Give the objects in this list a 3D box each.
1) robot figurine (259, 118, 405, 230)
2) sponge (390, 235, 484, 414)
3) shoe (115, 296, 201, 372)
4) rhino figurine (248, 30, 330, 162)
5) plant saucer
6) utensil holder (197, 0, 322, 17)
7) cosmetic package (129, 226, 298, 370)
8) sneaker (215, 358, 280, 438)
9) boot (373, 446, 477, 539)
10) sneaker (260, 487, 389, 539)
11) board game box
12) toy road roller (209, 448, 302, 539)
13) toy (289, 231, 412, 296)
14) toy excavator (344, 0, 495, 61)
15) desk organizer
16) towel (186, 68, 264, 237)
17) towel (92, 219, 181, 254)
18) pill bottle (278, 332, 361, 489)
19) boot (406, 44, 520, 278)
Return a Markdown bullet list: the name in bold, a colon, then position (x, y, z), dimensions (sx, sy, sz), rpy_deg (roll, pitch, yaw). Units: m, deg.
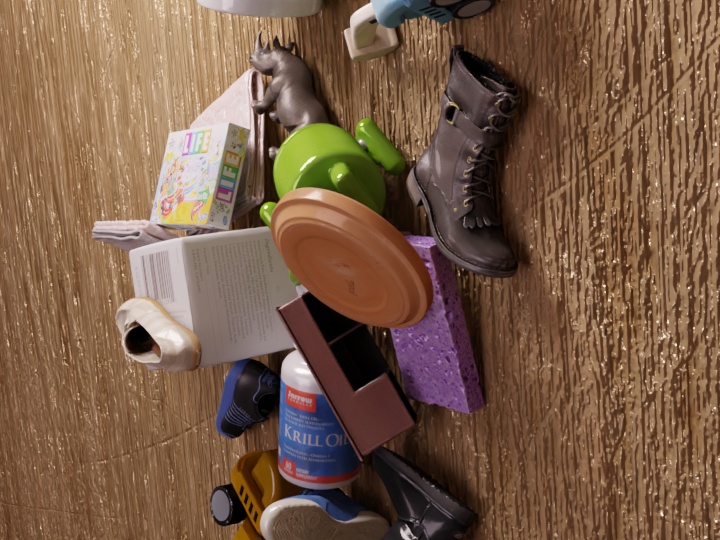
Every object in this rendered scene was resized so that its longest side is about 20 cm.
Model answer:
- **robot figurine**: position (-0.039, -0.102, 1.197), dimensions (0.175, 0.116, 0.200), rpy_deg (-42, 26, 5)
- **sponge**: position (0.074, 0.059, 1.158), dimensions (0.111, 0.030, 0.203), rpy_deg (9, 118, 52)
- **shoe**: position (-0.270, 0.080, 1.311), dimensions (0.199, 0.053, 0.071), rpy_deg (19, 112, 51)
- **rhino figurine**: position (-0.094, -0.224, 1.328), dimensions (0.087, 0.059, 0.203), rpy_deg (-33, 70, 31)
- **plant saucer**: position (-0.014, -0.005, 1.110), dimensions (0.198, 0.032, 0.201), rpy_deg (27, 151, 16)
- **utensil holder**: position (-0.115, -0.417, 1.228), dimensions (0.169, 0.168, 0.203), rpy_deg (31, 125, 46)
- **cosmetic package**: position (-0.180, 0.035, 1.393), dimensions (0.164, 0.198, 0.168), rpy_deg (-8, 91, 54)
- **sneaker**: position (-0.163, 0.202, 1.523), dimensions (0.077, 0.070, 0.201), rpy_deg (29, 145, 9)
- **boot**: position (0.025, 0.327, 1.212), dimensions (0.164, 0.065, 0.202), rpy_deg (31, 89, 45)
- **sneaker**: position (-0.066, 0.314, 1.312), dimensions (0.111, 0.198, 0.078), rpy_deg (18, 93, 50)
- **board game box**: position (-0.222, -0.125, 1.407), dimensions (0.199, 0.034, 0.137), rpy_deg (3, 80, 57)
- **toy road roller**: position (-0.110, 0.338, 1.444), dimensions (0.201, 0.122, 0.147), rpy_deg (54, 126, 32)
- **toy**: position (0.000, 0.000, 1.255), dimensions (0.197, 0.047, 0.117), rpy_deg (1, 113, 36)
- **toy excavator**: position (0.040, -0.290, 1.084), dimensions (0.197, 0.194, 0.102), rpy_deg (-18, 84, 25)
- **desk organizer**: position (-0.014, 0.111, 1.213), dimensions (0.202, 0.076, 0.072), rpy_deg (60, -176, 2)
- **towel**: position (-0.194, -0.158, 1.455), dimensions (0.199, 0.032, 0.194), rpy_deg (-26, 60, 51)
- **towel**: position (-0.292, -0.021, 1.562), dimensions (0.199, 0.190, 0.033), rpy_deg (3, 67, 54)
- **pill bottle**: position (-0.049, 0.164, 1.317), dimensions (0.112, 0.111, 0.204), rpy_deg (21, 114, 50)
- **boot**: position (0.120, -0.112, 1.057), dimensions (0.201, 0.068, 0.176), rpy_deg (54, 138, 34)
